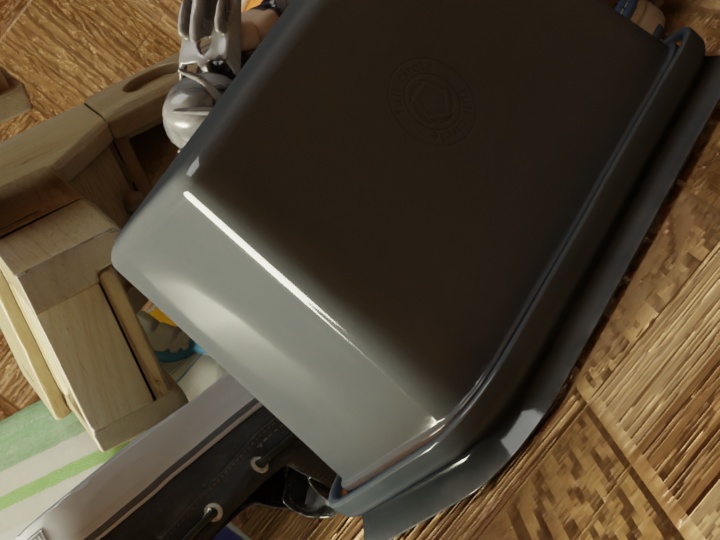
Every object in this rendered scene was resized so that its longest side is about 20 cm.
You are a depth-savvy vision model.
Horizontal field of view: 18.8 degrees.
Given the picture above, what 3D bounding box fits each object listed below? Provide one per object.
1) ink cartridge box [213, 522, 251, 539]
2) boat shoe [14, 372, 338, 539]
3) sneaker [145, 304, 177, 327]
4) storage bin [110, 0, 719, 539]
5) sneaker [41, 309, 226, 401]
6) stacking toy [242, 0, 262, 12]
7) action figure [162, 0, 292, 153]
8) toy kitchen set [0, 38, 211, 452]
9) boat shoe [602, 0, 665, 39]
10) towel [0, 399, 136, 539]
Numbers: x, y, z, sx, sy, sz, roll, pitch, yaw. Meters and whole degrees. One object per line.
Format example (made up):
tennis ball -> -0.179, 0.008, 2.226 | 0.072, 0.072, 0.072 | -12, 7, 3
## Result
ink cartridge box -> -0.123, 0.183, 0.920 | 0.200, 0.041, 0.200 | -54, 8, -12
boat shoe -> -0.033, 0.068, 0.812 | 0.200, 0.066, 0.070 | -36, -6, -31
sneaker -> -0.134, 0.083, 1.188 | 0.200, 0.090, 0.075 | -49, -7, -25
storage bin -> 0.013, -0.029, 0.746 | 0.200, 0.134, 0.146 | -56, 9, -32
sneaker -> -0.080, 0.070, 0.945 | 0.200, 0.075, 0.087 | 7, 61, 55
stacking toy -> 0.004, -0.121, 1.030 | 0.146, 0.146, 0.200 | -53, -6, -9
action figure -> -0.012, -0.055, 0.849 | 0.200, 0.069, 0.130 | 4, -84, -57
toy kitchen set -> -0.089, -0.061, 0.899 | 0.180, 0.163, 0.200 | -28, 21, -11
boat shoe -> 0.083, -0.119, 0.964 | 0.072, 0.072, 0.200 | -51, 8, 2
towel -> -0.149, 0.145, 0.885 | 0.152, 0.023, 0.200 | -27, 44, 27
